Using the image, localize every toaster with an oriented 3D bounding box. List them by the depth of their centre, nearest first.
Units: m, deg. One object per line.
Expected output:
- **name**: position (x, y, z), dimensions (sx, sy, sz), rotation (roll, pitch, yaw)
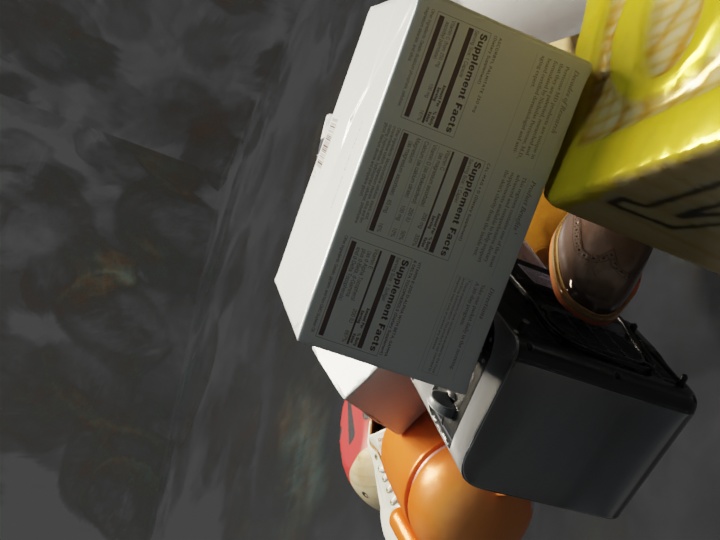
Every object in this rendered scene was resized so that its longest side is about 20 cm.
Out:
- **toaster**: position (0.132, 0.072, 0.708), dimensions (0.120, 0.198, 0.181), rotation (-62, 27, 20)

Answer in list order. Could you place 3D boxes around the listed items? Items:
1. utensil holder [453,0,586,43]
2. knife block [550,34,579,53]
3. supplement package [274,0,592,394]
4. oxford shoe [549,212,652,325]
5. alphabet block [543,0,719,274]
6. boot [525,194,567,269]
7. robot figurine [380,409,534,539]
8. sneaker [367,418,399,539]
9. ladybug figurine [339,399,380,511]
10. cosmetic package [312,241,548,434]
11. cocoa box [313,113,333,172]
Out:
- **utensil holder**: position (0.179, -0.284, 0.781), dimensions (0.199, 0.169, 0.172), rotation (-7, 64, 53)
- **knife block**: position (0.228, -0.215, 0.901), dimensions (0.176, 0.063, 0.202), rotation (128, 155, -46)
- **supplement package**: position (0.034, -0.053, 0.594), dimensions (0.156, 0.109, 0.203), rotation (-129, 59, -75)
- **oxford shoe**: position (0.191, -0.046, 0.696), dimensions (0.201, 0.071, 0.073), rotation (-61, -5, -39)
- **alphabet block**: position (0.243, -0.105, 0.502), dimensions (0.196, 0.198, 0.198), rotation (157, 129, -68)
- **boot**: position (0.158, -0.007, 0.891), dimensions (0.144, 0.071, 0.202), rotation (-38, 57, 14)
- **robot figurine**: position (0.084, 0.185, 0.849), dimensions (0.142, 0.118, 0.200), rotation (-26, 20, -4)
- **sneaker**: position (0.038, 0.210, 0.961), dimensions (0.072, 0.085, 0.202), rotation (-24, 47, 11)
- **ladybug figurine**: position (0.020, 0.192, 1.118), dimensions (0.201, 0.071, 0.137), rotation (-100, 33, -58)
- **cosmetic package**: position (0.064, 0.038, 0.825), dimensions (0.200, 0.102, 0.074), rotation (-43, 48, 4)
- **cocoa box**: position (0.016, -0.087, 1.204), dimensions (0.200, 0.131, 0.133), rotation (75, -154, -71)
